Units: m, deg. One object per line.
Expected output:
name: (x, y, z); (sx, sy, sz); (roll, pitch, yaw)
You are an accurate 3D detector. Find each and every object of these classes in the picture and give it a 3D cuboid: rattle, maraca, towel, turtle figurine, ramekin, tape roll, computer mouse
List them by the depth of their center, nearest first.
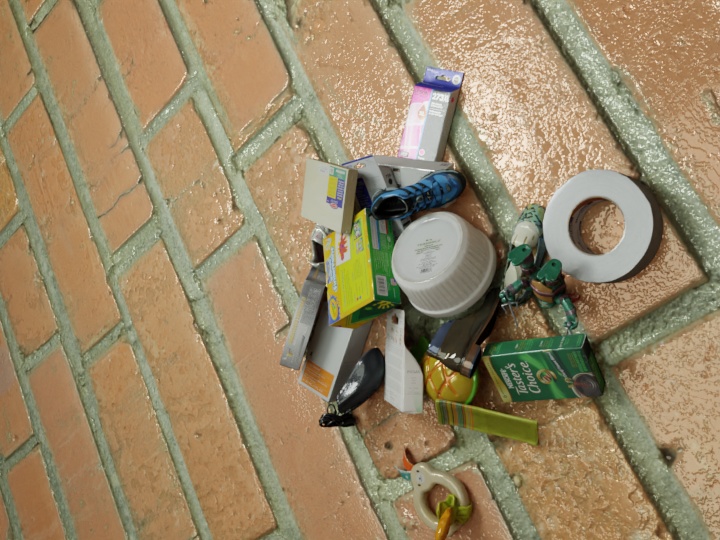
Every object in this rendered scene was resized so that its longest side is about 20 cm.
tape roll: (0.431, -0.077, 1.393); (0.199, 0.066, 0.202); (0, 90, 35)
turtle figurine: (0.328, 0.037, 1.413); (0.149, 0.200, 0.101); (12, 61, 27)
towel: (0.241, 0.291, 1.493); (0.198, 0.086, 0.018); (9, 55, 21)
ramekin: (0.155, -0.020, 1.519); (0.199, 0.105, 0.201); (-21, 49, 27)
maraca: (0.163, 0.203, 1.562); (0.199, 0.106, 0.138); (14, 96, 53)
rattle: (0.116, 0.454, 1.572); (0.200, 0.142, 0.131); (47, 133, 20)
computer mouse: (0.001, 0.262, 1.675); (0.053, 0.138, 0.201); (33, 95, 28)

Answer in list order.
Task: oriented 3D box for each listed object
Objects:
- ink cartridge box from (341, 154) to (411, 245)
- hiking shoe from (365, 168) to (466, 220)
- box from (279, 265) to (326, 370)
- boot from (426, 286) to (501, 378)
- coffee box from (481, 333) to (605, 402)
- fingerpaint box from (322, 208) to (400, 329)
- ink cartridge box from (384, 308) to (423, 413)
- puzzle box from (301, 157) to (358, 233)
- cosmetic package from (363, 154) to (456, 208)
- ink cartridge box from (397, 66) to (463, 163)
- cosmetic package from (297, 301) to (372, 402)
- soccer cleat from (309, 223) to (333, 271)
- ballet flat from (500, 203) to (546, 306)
ink cartridge box: (0.039, -0.148, 1.639); (0.099, 0.039, 0.201); (-7, 112, 45)
hiking shoe: (0.113, -0.137, 1.528); (0.199, 0.087, 0.075); (-17, 112, 19)
box: (-0.123, 0.103, 1.738); (0.048, 0.158, 0.201); (18, 102, -1)
boot: (0.203, 0.102, 1.494); (0.096, 0.075, 0.201); (19, 60, 18)
coffee box: (0.336, 0.183, 1.435); (0.199, 0.044, 0.123); (-9, 121, 35)
fingerpaint box: (0.000, 0.000, 1.617); (0.167, 0.073, 0.202); (-33, 55, 47)
ink cartridge box: (0.088, 0.179, 1.593); (0.161, 0.050, 0.202); (-177, 90, -79)
puzzle box: (-0.069, -0.162, 1.662); (0.200, 0.025, 0.134); (27, 113, 57)
cosmetic package: (0.101, -0.187, 1.626); (0.199, 0.051, 0.083); (12, 125, 36)
ink cartridge box: (0.145, -0.322, 1.625); (0.094, 0.037, 0.202); (20, 99, 34)
cosmetic package: (-0.057, 0.180, 1.738); (0.101, 0.071, 0.201); (25, 103, 33)
soccer cleat: (-0.070, -0.097, 1.742); (0.069, 0.086, 0.202); (7, 91, 35)
ballet flat: (0.310, -0.029, 1.479); (0.074, 0.074, 0.202); (11, 96, 35)
